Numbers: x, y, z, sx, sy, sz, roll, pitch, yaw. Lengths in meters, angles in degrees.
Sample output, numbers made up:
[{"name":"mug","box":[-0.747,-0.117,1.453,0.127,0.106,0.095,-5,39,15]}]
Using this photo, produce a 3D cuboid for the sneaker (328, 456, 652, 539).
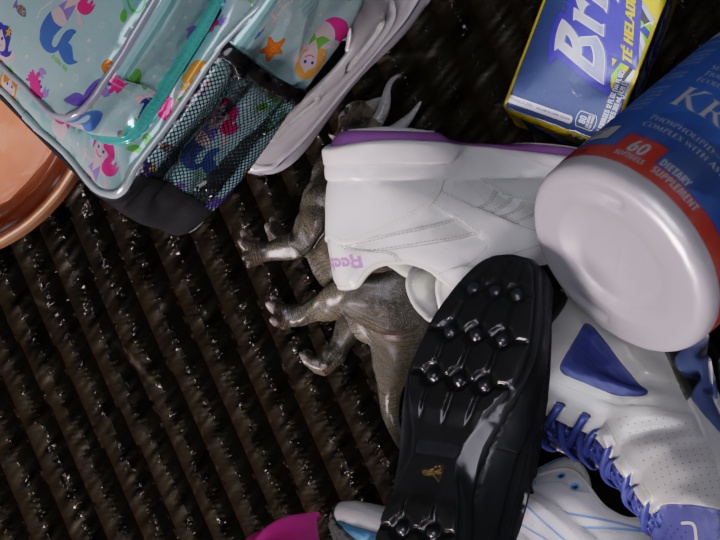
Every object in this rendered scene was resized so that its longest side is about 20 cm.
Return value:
[{"name":"sneaker","box":[0.084,0.140,1.049,0.200,0.075,0.087,11,74,7]}]

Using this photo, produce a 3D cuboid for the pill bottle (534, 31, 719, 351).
[{"name":"pill bottle","box":[0.191,-0.058,0.984,0.112,0.112,0.200,46,61,8]}]

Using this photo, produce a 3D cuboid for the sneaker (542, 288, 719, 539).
[{"name":"sneaker","box":[0.133,0.085,1.011,0.115,0.081,0.200,-11,61,2]}]

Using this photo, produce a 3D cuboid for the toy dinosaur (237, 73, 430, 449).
[{"name":"toy dinosaur","box":[0.000,0.000,1.059,0.102,0.077,0.200,-20,80,19]}]

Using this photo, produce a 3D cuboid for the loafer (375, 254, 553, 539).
[{"name":"loafer","box":[0.056,0.091,0.964,0.068,0.070,0.201,7,74,32]}]

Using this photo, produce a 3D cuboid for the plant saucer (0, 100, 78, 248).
[{"name":"plant saucer","box":[-0.245,-0.104,1.122,0.200,0.032,0.201,0,86,7]}]

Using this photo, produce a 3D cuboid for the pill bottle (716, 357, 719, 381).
[{"name":"pill bottle","box":[0.257,0.129,0.998,0.106,0.106,0.200,-14,86,7]}]

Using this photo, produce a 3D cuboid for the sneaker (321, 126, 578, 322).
[{"name":"sneaker","box":[0.069,-0.021,1.028,0.200,0.075,0.100,4,90,-21]}]

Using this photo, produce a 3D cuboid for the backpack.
[{"name":"backpack","box":[-0.101,-0.146,0.997,0.200,0.151,0.178,-48,56,2]}]

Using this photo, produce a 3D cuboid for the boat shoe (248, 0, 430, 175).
[{"name":"boat shoe","box":[-0.014,-0.141,1.073,0.073,0.065,0.200,30,91,9]}]

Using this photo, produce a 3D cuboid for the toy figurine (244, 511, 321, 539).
[{"name":"toy figurine","box":[0.000,0.207,0.989,0.200,0.150,0.184,-21,107,-14]}]

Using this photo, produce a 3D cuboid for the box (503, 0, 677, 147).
[{"name":"box","box":[0.143,-0.165,1.049,0.064,0.070,0.200,20,89,11]}]
